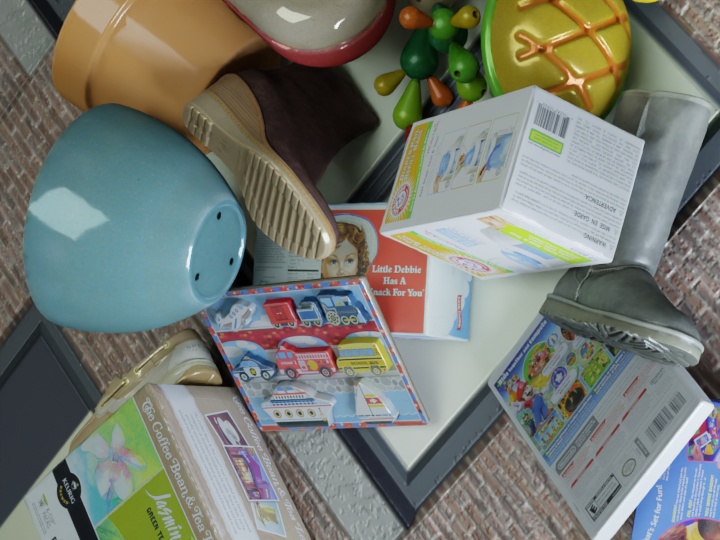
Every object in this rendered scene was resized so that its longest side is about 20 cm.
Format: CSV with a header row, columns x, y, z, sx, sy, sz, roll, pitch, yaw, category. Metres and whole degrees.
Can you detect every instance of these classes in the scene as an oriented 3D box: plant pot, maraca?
x,y,z,sx,sy,sz,roll,pitch,yaw,category
-0.167,-0.200,1.770,0.140,0.200,0.201,38,108,16,plant pot
-0.179,-0.032,1.660,0.134,0.200,0.202,15,94,25,plant pot
0.162,-0.206,1.558,0.107,0.136,0.202,-9,70,63,maraca

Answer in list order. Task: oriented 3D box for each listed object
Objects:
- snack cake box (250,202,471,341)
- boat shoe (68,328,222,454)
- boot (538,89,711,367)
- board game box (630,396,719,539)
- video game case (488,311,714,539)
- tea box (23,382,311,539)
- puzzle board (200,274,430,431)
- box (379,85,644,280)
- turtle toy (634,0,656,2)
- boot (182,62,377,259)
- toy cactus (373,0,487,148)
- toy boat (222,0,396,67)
x,y,z,sx,sy,sz,roll,pitch,yaw,category
0.000,0.000,1.688,0.199,0.067,0.116,1,85,37,snack cake box
-0.210,0.126,1.836,0.199,0.073,0.070,-37,53,27,boat shoe
0.230,-0.038,1.487,0.181,0.072,0.201,21,80,51,boot
0.277,0.201,1.471,0.134,0.045,0.202,10,91,37,board game box
0.187,0.098,1.529,0.144,0.018,0.200,-55,39,19,video game case
-0.172,0.238,1.749,0.197,0.133,0.201,-42,63,26,tea box
-0.046,0.078,1.685,0.199,0.017,0.152,-5,118,40,puzzle board
0.116,-0.065,1.523,0.200,0.112,0.102,-9,61,62,box
0.267,-0.301,1.497,0.198,0.101,0.147,-10,79,25,turtle toy
-0.041,-0.108,1.672,0.200,0.166,0.073,48,138,21,boot
0.060,-0.214,1.646,0.166,0.101,0.201,-106,22,-43,toy cactus
-0.045,-0.243,1.686,0.130,0.131,0.200,-38,49,-6,toy boat
